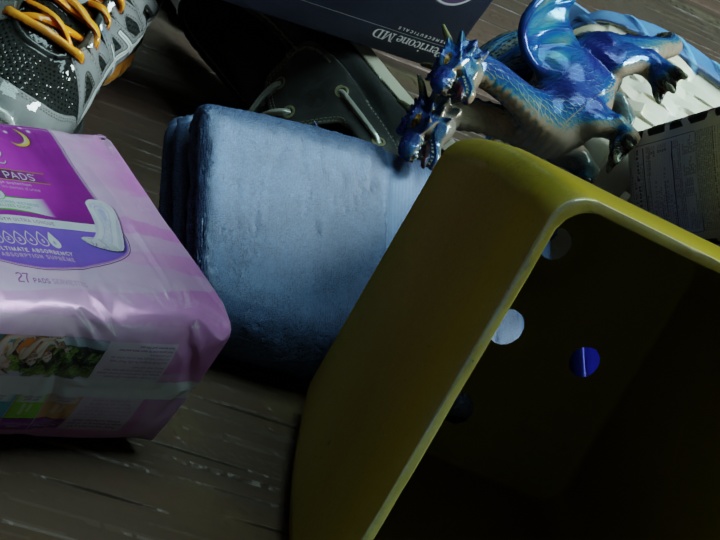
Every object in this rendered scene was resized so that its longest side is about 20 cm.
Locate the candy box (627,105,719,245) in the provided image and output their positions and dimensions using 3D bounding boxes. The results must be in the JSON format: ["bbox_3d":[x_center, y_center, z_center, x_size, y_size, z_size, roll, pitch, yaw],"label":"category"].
[{"bbox_3d":[0.205,-0.043,1.158,0.136,0.061,0.200,-4,0,-7],"label":"candy box"}]

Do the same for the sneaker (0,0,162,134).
[{"bbox_3d":[-0.135,-0.112,1.181,0.078,0.077,0.200,35,26,-7],"label":"sneaker"}]

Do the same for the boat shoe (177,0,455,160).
[{"bbox_3d":[-0.025,-0.076,1.265,0.068,0.072,0.200,-25,61,-38],"label":"boat shoe"}]

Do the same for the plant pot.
[{"bbox_3d":[0.084,0.057,1.047,0.200,0.200,0.176,24,16,-24],"label":"plant pot"}]

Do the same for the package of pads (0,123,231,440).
[{"bbox_3d":[-0.156,-0.001,0.962,0.200,0.076,0.121,4,41,-48],"label":"package of pads"}]

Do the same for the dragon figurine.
[{"bbox_3d":[0.089,-0.096,1.206,0.099,0.059,0.200,43,45,-3],"label":"dragon figurine"}]

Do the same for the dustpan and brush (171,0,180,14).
[{"bbox_3d":[-0.078,-0.205,1.430,0.139,0.057,0.200,7,38,-46],"label":"dustpan and brush"}]

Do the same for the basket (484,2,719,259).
[{"bbox_3d":[0.143,-0.056,1.357,0.176,0.139,0.200,36,33,-2],"label":"basket"}]

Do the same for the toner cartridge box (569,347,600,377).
[{"bbox_3d":[0.192,0.036,1.211,0.199,0.095,0.043,-3,1,-10],"label":"toner cartridge box"}]

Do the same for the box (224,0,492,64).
[{"bbox_3d":[-0.012,-0.188,1.208,0.200,0.141,0.079,14,39,-37],"label":"box"}]

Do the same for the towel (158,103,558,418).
[{"bbox_3d":[0.000,0.000,1.156,0.200,0.048,0.112,16,67,-34],"label":"towel"}]
